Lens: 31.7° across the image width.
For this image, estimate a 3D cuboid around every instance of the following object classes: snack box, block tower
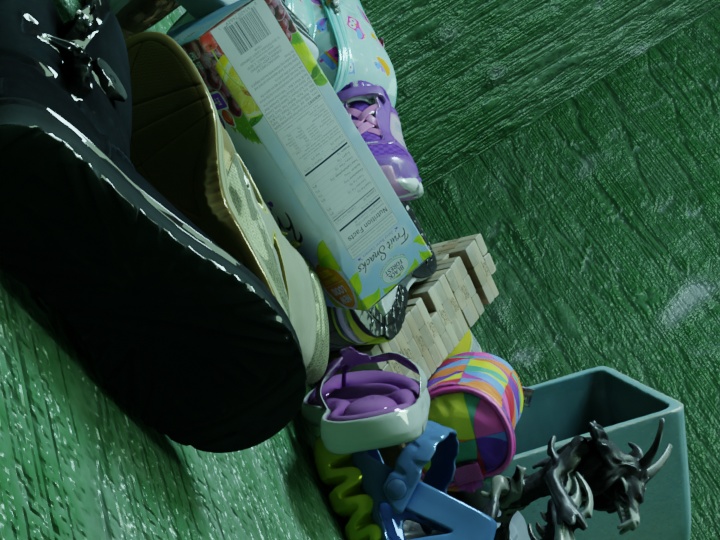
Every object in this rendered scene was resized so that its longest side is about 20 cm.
[{"bbox_3d":[-0.062,-0.074,0.845,0.201,0.068,0.168,56,-22,-17],"label":"snack box"},{"bbox_3d":[0.044,0.042,1.000,0.200,0.057,0.054,-44,113,-46],"label":"block tower"}]

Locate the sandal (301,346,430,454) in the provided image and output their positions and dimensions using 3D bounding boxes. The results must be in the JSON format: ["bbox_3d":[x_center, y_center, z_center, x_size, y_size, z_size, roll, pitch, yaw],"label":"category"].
[{"bbox_3d":[0.005,0.071,0.786,0.203,0.082,0.050,-161,-117,-82],"label":"sandal"}]

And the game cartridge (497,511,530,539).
[{"bbox_3d":[0.131,0.282,0.959,0.133,0.041,0.202,31,42,-81],"label":"game cartridge"}]

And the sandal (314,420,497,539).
[{"bbox_3d":[0.045,0.169,0.758,0.201,0.087,0.080,63,5,23],"label":"sandal"}]

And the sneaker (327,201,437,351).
[{"bbox_3d":[0.000,0.000,0.975,0.074,0.080,0.200,63,27,-13],"label":"sneaker"}]

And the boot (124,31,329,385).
[{"bbox_3d":[-0.081,-0.028,0.740,0.201,0.072,0.155,66,8,14],"label":"boot"}]

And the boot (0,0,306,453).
[{"bbox_3d":[-0.102,-0.036,0.550,0.200,0.076,0.169,48,15,-35],"label":"boot"}]

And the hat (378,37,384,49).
[{"bbox_3d":[0.012,-0.063,1.210,0.200,0.175,0.166,54,8,-45],"label":"hat"}]

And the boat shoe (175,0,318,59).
[{"bbox_3d":[-0.100,-0.211,0.857,0.199,0.068,0.073,34,-13,-19],"label":"boat shoe"}]

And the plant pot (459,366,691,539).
[{"bbox_3d":[0.189,0.223,1.157,0.196,0.194,0.202,-151,-133,-78],"label":"plant pot"}]

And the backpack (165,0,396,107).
[{"bbox_3d":[-0.069,-0.174,1.114,0.153,0.176,0.201,20,35,-54],"label":"backpack"}]

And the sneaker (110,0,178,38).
[{"bbox_3d":[-0.183,-0.238,0.951,0.113,0.071,0.200,55,7,-12],"label":"sneaker"}]

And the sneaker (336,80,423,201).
[{"bbox_3d":[0.001,-0.098,0.965,0.200,0.080,0.089,-106,-167,-78],"label":"sneaker"}]

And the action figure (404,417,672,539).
[{"bbox_3d":[0.124,0.172,0.851,0.119,0.198,0.103,57,14,-55],"label":"action figure"}]

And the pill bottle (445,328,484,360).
[{"bbox_3d":[0.024,0.041,1.116,0.201,0.111,0.112,56,6,-29],"label":"pill bottle"}]

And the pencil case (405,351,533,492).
[{"bbox_3d":[0.085,0.114,0.980,0.089,0.088,0.200,59,11,4],"label":"pencil case"}]

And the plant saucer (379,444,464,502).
[{"bbox_3d":[0.052,0.182,1.019,0.201,0.034,0.200,60,5,-9],"label":"plant saucer"}]
